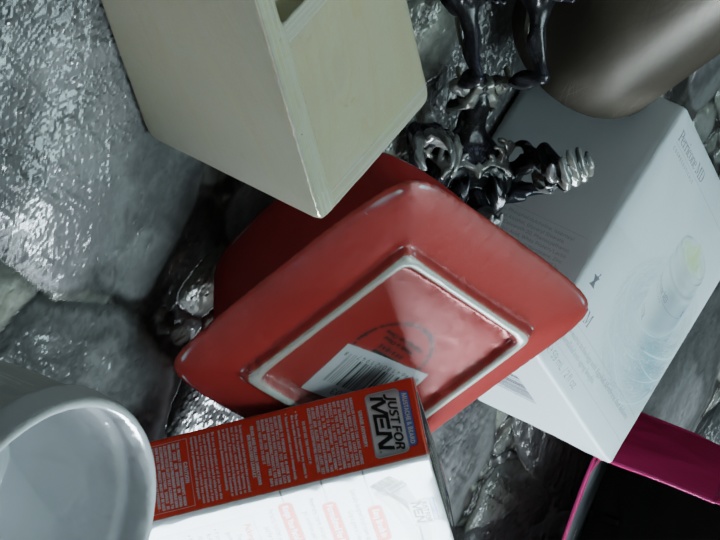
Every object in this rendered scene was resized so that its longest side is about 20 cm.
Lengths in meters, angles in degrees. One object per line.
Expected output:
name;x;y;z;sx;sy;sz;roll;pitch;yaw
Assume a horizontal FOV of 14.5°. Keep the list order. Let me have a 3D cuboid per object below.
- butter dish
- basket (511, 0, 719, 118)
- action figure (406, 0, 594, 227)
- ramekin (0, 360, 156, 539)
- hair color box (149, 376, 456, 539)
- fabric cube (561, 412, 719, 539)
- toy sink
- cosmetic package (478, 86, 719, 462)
butter dish;0.000;0.000;1.703;0.199;0.148;0.200;-38;138;20
basket;0.188;-0.197;1.790;0.135;0.181;0.200;-7;155;-31
action figure;0.081;-0.087;1.788;0.118;0.102;0.201;-2;117;-17
ramekin;-0.211;0.140;1.503;0.200;0.105;0.201;-37;140;-39
hair color box;-0.050;0.139;1.685;0.198;0.064;0.111;-13;142;4
fabric cube;0.249;0.243;2.165;0.199;0.199;0.198;-31;140;-76
toy sink;-0.055;-0.150;1.506;0.112;0.130;0.201;-49;146;-24
cosmetic package;0.152;-0.008;1.953;0.201;0.122;0.199;-59;150;-12
